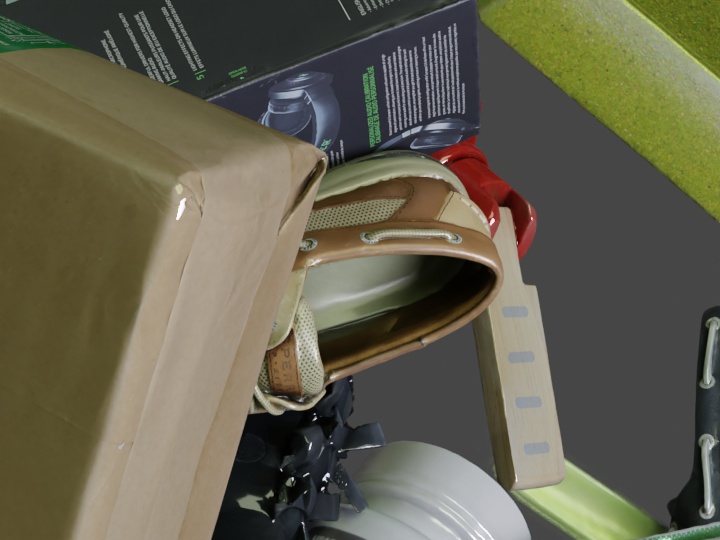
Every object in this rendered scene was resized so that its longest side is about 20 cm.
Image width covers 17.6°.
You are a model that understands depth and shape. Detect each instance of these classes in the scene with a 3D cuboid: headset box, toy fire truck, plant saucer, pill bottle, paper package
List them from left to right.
[{"bbox_3d":[-0.135,0.015,0.769,0.199,0.192,0.103,23,14,22],"label":"paper package"},{"bbox_3d":[-0.078,-0.103,0.908,0.199,0.093,0.175,-23,58,-11],"label":"headset box"},{"bbox_3d":[-0.013,0.163,0.909,0.111,0.111,0.200,40,54,-2],"label":"pill bottle"},{"bbox_3d":[0.000,0.000,0.981,0.175,0.130,0.200,-20,45,-34],"label":"toy fire truck"},{"bbox_3d":[0.191,-0.136,1.202,0.200,0.048,0.200,40,53,6],"label":"plant saucer"}]

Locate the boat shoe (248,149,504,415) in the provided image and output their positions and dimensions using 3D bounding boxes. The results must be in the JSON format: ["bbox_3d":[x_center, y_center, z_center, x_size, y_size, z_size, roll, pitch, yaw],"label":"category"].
[{"bbox_3d":[-0.038,0.015,0.855,0.199,0.076,0.074,-24,37,-15],"label":"boat shoe"}]

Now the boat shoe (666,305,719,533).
[{"bbox_3d":[0.171,0.111,1.064,0.060,0.076,0.202,5,65,20],"label":"boat shoe"}]

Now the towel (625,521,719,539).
[{"bbox_3d":[0.127,0.209,0.947,0.148,0.031,0.202,-5,93,-32],"label":"towel"}]

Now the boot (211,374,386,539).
[{"bbox_3d":[-0.098,0.091,0.889,0.196,0.074,0.163,0,42,15],"label":"boot"}]
